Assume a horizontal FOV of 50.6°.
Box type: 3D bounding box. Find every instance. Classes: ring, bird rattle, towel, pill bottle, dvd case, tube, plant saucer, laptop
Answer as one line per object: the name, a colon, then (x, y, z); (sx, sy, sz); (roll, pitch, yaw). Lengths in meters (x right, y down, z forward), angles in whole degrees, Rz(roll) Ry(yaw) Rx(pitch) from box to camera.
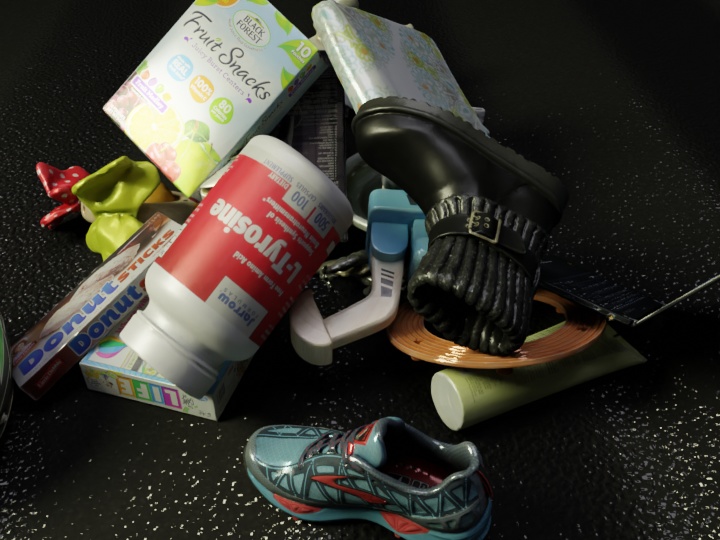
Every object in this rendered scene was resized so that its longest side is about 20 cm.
ring: (0.121, 0.050, 0.692); (0.196, 0.020, 0.201); (-5, 17, 1)
bird rattle: (-0.263, -0.064, 0.849); (0.161, 0.115, 0.199); (-2, 6, -36)
towel: (0.047, -0.192, 0.809); (0.198, 0.048, 0.173); (-3, 59, -51)
pill bottle: (-0.104, -0.001, 0.631); (0.111, 0.112, 0.201); (30, 79, 34)
dvd case: (-0.087, -0.131, 0.821); (0.146, 0.204, 0.016); (-1, -1, 10)
tube: (0.158, 0.086, 0.677); (0.197, 0.052, 0.059); (-17, 84, -24)
plant saucer: (0.063, -0.080, 0.876); (0.196, 0.051, 0.202); (-1, 38, 0)
laptop: (0.255, -0.014, 0.691); (0.198, 0.105, 0.176); (27, 15, 27)

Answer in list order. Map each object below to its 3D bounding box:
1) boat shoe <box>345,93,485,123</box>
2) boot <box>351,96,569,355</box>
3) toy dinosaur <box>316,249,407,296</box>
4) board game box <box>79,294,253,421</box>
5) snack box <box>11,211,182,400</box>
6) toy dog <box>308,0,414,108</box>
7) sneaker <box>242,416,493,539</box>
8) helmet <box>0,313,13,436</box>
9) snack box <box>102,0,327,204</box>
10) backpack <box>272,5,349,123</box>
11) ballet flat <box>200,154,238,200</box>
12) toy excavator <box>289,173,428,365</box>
boat shoe: (0.070, -0.214, 0.940); (0.199, 0.087, 0.075); (15, 16, -19)
boot: (0.062, -0.041, 0.624); (0.208, 0.080, 0.159); (26, 63, 7)
toy dinosaur: (0.000, 0.000, 0.786); (0.196, 0.048, 0.088); (2, 25, 10)
board game box: (-0.158, 0.046, 0.741); (0.132, 0.035, 0.201); (11, 41, 14)
snack box: (-0.242, 0.028, 0.711); (0.200, 0.024, 0.071); (-47, 40, -16)
toy dog: (0.005, -0.275, 1.051); (0.192, 0.141, 0.199); (-30, 49, -31)
sneaker: (0.004, 0.138, 0.573); (0.196, 0.097, 0.080); (9, 39, 12)
helmet: (-0.375, 0.075, 0.604); (0.197, 0.203, 0.190); (-22, 26, -24)
snack box: (-0.152, -0.191, 0.795); (0.142, 0.053, 0.200); (44, 93, 10)
backpack: (-0.118, -0.223, 0.924); (0.152, 0.193, 0.200); (-22, 7, 13)
ballet flat: (-0.129, -0.051, 0.751); (0.070, 0.070, 0.203); (1, 59, 12)
toy excavator: (0.036, -0.009, 0.697); (0.190, 0.101, 0.203); (3, 53, -2)
